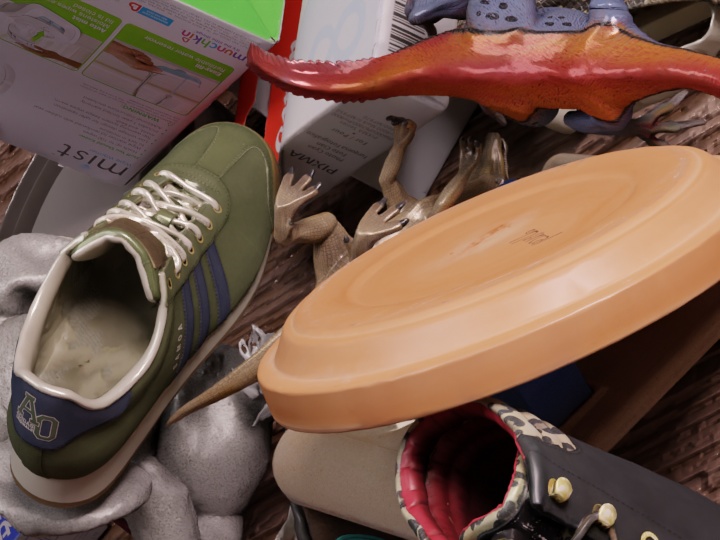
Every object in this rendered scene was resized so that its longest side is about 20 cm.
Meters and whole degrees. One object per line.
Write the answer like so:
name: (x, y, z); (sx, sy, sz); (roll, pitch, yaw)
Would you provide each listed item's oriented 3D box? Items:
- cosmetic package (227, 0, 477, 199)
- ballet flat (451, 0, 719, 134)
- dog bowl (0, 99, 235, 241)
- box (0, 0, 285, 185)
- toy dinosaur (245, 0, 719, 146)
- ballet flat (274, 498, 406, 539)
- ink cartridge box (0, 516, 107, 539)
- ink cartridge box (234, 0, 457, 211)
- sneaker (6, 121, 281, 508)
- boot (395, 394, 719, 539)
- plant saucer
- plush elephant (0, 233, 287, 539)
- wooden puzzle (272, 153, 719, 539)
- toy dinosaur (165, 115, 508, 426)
cosmetic package: (0.007, -0.133, 1.264); (0.151, 0.052, 0.200); (-62, 31, 6)
ballet flat: (0.105, -0.103, 1.090); (0.200, 0.068, 0.075); (-20, 72, 46)
dog bowl: (-0.131, -0.019, 1.370); (0.200, 0.059, 0.200); (-35, 41, 38)
box: (-0.162, -0.146, 1.244); (0.176, 0.200, 0.097); (-38, 37, 52)
toy dinosaur: (0.086, -0.070, 0.996); (0.200, 0.105, 0.181); (-27, 26, -14)
ballet flat: (-0.006, 0.122, 1.070); (0.200, 0.068, 0.068); (-89, 22, -45)
ink cartridge box: (-0.220, 0.174, 1.366); (0.200, 0.044, 0.094); (-51, 35, 18)
ink cartridge box: (-0.024, -0.113, 1.192); (0.200, 0.047, 0.160); (-31, 44, 48)
sneaker: (-0.091, 0.002, 1.069); (0.200, 0.067, 0.090); (-60, -13, -27)
boot: (0.108, 0.117, 0.819); (0.074, 0.154, 0.204); (-59, 32, 6)
plant saucer: (0.053, 0.000, 0.910); (0.200, 0.032, 0.200); (-23, 13, 5)
plush elephant: (-0.125, 0.076, 1.158); (0.200, 0.155, 0.165); (126, 151, -46)
wooden puzzle: (0.065, 0.021, 1.005); (0.200, 0.046, 0.185); (-47, 27, -19)
toy dinosaur: (0.000, 0.000, 1.067); (0.200, 0.101, 0.058); (-38, 55, -15)
